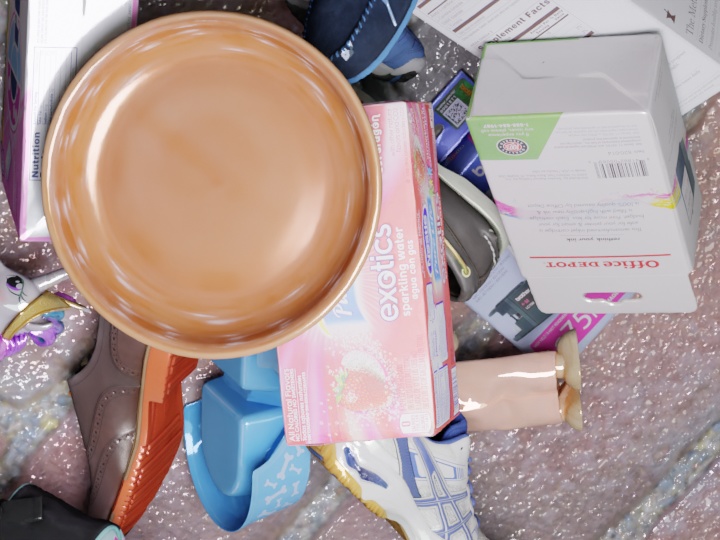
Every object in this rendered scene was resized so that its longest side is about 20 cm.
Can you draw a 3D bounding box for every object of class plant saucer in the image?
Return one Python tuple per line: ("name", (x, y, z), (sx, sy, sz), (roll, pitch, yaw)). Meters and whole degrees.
("plant saucer", (-0.084, -0.050, 1.293), (0.200, 0.037, 0.201), (1, 96, 9))

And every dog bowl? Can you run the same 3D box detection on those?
("dog bowl", (-0.072, 0.073, 1.472), (0.049, 0.111, 0.201), (-8, 113, -26))

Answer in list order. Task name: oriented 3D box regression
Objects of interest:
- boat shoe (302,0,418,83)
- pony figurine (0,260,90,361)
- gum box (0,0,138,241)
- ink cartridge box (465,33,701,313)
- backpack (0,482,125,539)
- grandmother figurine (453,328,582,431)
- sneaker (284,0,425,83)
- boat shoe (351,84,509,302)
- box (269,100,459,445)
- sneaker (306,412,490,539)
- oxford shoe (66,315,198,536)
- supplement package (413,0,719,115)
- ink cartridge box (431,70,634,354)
("boat shoe", (-0.001, -0.209, 1.334), (0.069, 0.084, 0.200), (39, 57, -47))
("pony figurine", (-0.292, 0.030, 1.380), (0.200, 0.167, 0.193), (35, 87, -8))
("gum box", (-0.179, -0.119, 1.359), (0.066, 0.114, 0.201), (0, 110, -15))
("ink cartridge box", (0.149, -0.057, 1.415), (0.117, 0.067, 0.200), (-1, 142, 19))
("backpack", (-0.196, 0.263, 1.458), (0.176, 0.153, 0.200), (-53, 153, -26))
("grandmother figurine", (0.050, 0.089, 1.520), (0.199, 0.061, 0.122), (-4, 115, 2))
("sneaker", (-0.021, -0.196, 1.394), (0.077, 0.076, 0.200), (-42, 116, 7))
("boat shoe", (0.004, -0.058, 1.430), (0.201, 0.072, 0.061), (36, 54, -4))
("box", (0.000, 0.000, 1.354), (0.094, 0.103, 0.201), (-5, 94, 11))
("sneaker", (0.051, 0.141, 1.478), (0.088, 0.075, 0.200), (-46, 132, -4))
("oxford shoe", (-0.160, 0.096, 1.489), (0.072, 0.071, 0.200), (23, 114, 12))
("supplement package", (0.133, -0.185, 1.401), (0.200, 0.114, 0.109), (30, 139, -24))
("ink cartridge box", (0.102, -0.029, 1.517), (0.200, 0.042, 0.119), (40, 96, -23))
